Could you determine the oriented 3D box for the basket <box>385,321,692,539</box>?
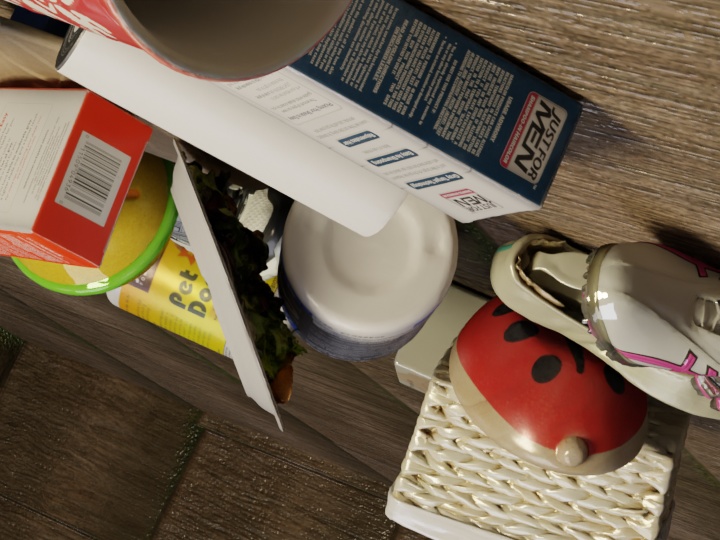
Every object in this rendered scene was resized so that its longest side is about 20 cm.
[{"bbox_3d":[0.136,0.133,1.333,0.198,0.124,0.136,19,-156,11],"label":"basket"}]

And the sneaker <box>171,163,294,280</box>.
[{"bbox_3d":[-0.115,-0.045,1.391,0.087,0.076,0.199,31,167,-33],"label":"sneaker"}]

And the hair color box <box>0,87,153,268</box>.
[{"bbox_3d":[-0.232,-0.065,1.231,0.061,0.102,0.199,30,166,-40],"label":"hair color box"}]

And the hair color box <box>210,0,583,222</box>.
[{"bbox_3d":[0.000,-0.097,0.916,0.199,0.061,0.100,28,169,-16],"label":"hair color box"}]

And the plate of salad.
[{"bbox_3d":[-0.076,0.006,1.191,0.200,0.048,0.202,159,90,-86],"label":"plate of salad"}]

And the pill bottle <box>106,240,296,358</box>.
[{"bbox_3d":[-0.142,0.001,1.580,0.199,0.110,0.109,24,169,3],"label":"pill bottle"}]

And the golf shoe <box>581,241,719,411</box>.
[{"bbox_3d":[0.207,0.029,1.063,0.092,0.073,0.199,-8,156,45],"label":"golf shoe"}]

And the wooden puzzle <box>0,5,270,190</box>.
[{"bbox_3d":[-0.162,-0.124,1.213,0.198,0.047,0.185,16,167,21],"label":"wooden puzzle"}]

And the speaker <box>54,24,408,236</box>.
[{"bbox_3d":[-0.061,-0.096,1.006,0.199,0.082,0.081,28,169,-16],"label":"speaker"}]

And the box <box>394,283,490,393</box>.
[{"bbox_3d":[0.132,0.085,1.454,0.199,0.078,0.095,23,170,10],"label":"box"}]

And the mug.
[{"bbox_3d":[-0.093,-0.144,0.721,0.199,0.134,0.177,19,167,45],"label":"mug"}]

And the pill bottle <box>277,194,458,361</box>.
[{"bbox_3d":[0.000,0.000,1.243,0.113,0.115,0.200,24,169,1],"label":"pill bottle"}]

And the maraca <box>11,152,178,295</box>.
[{"bbox_3d":[-0.214,-0.059,1.359,0.199,0.137,0.107,33,169,33],"label":"maraca"}]

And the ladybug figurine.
[{"bbox_3d":[0.130,0.066,1.233,0.134,0.072,0.200,8,-156,-11],"label":"ladybug figurine"}]

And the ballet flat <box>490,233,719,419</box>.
[{"bbox_3d":[0.174,0.032,1.159,0.199,0.070,0.069,25,170,3],"label":"ballet flat"}]
